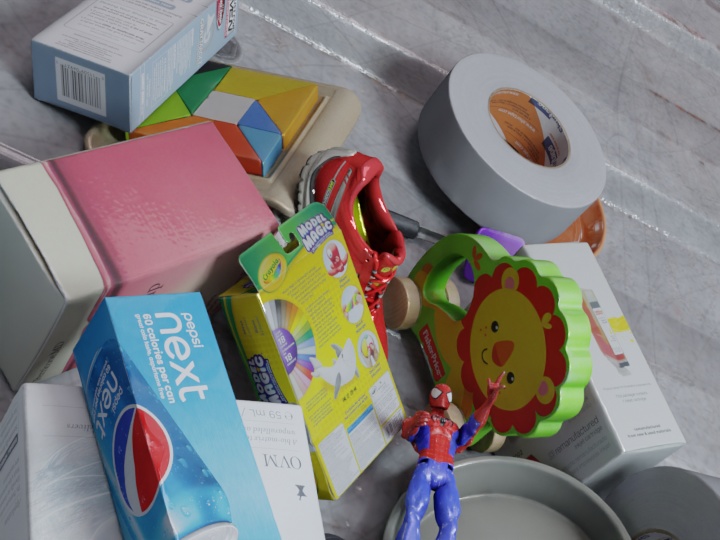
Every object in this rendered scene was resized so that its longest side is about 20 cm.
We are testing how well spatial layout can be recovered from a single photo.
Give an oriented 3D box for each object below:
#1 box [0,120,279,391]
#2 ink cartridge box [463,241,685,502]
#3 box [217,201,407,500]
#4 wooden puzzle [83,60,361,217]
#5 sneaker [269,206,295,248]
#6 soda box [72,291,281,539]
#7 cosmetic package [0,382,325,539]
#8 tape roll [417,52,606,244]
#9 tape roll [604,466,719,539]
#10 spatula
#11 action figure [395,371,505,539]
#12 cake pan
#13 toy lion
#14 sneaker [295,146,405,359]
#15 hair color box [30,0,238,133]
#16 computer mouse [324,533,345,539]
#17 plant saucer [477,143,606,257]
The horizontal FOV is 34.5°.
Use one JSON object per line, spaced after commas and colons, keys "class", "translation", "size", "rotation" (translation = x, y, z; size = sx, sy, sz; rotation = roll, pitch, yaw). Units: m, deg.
{"class": "box", "translation": [-0.180, -0.015, 0.857], "size": [0.198, 0.128, 0.110], "rotation": [-22, 72, -44]}
{"class": "ink cartridge box", "translation": [0.171, 0.098, 1.016], "size": [0.082, 0.145, 0.202], "rotation": [-1, 57, -35]}
{"class": "box", "translation": [-0.037, 0.060, 0.893], "size": [0.117, 0.048, 0.203], "rotation": [-38, 117, -48]}
{"class": "wooden puzzle", "translation": [-0.116, -0.133, 1.019], "size": [0.197, 0.038, 0.186], "rotation": [17, 42, 10]}
{"class": "sneaker", "translation": [-0.051, -0.020, 1.001], "size": [0.106, 0.068, 0.204], "rotation": [20, 44, -17]}
{"class": "soda box", "translation": [-0.105, 0.115, 0.675], "size": [0.067, 0.064, 0.202], "rotation": [-1, 56, -37]}
{"class": "cosmetic package", "translation": [-0.130, 0.193, 0.732], "size": [0.196, 0.123, 0.203], "rotation": [8, 53, -31]}
{"class": "tape roll", "translation": [0.157, -0.128, 1.200], "size": [0.198, 0.066, 0.203], "rotation": [21, 46, -23]}
{"class": "tape roll", "translation": [0.247, 0.258, 0.890], "size": [0.065, 0.201, 0.203], "rotation": [16, 48, -24]}
{"class": "spatula", "translation": [0.070, -0.032, 1.128], "size": [0.197, 0.057, 0.021], "rotation": [19, 6, -15]}
{"class": "action figure", "translation": [0.063, 0.147, 0.875], "size": [0.064, 0.100, 0.202], "rotation": [15, 39, -6]}
{"class": "cake pan", "translation": [0.113, 0.230, 0.887], "size": [0.196, 0.037, 0.202], "rotation": [2, 40, -2]}
{"class": "toy lion", "translation": [0.110, 0.053, 0.970], "size": [0.068, 0.192, 0.203], "rotation": [3, 54, -34]}
{"class": "sneaker", "translation": [0.000, 0.000, 0.954], "size": [0.077, 0.084, 0.204], "rotation": [-33, 120, -48]}
{"class": "hair color box", "translation": [-0.194, -0.208, 1.029], "size": [0.097, 0.061, 0.201], "rotation": [20, 42, 12]}
{"class": "computer mouse", "translation": [-0.009, 0.285, 0.798], "size": [0.137, 0.052, 0.203], "rotation": [4, 60, -51]}
{"class": "plant saucer", "translation": [0.178, -0.082, 1.249], "size": [0.198, 0.032, 0.203], "rotation": [21, 46, -23]}
